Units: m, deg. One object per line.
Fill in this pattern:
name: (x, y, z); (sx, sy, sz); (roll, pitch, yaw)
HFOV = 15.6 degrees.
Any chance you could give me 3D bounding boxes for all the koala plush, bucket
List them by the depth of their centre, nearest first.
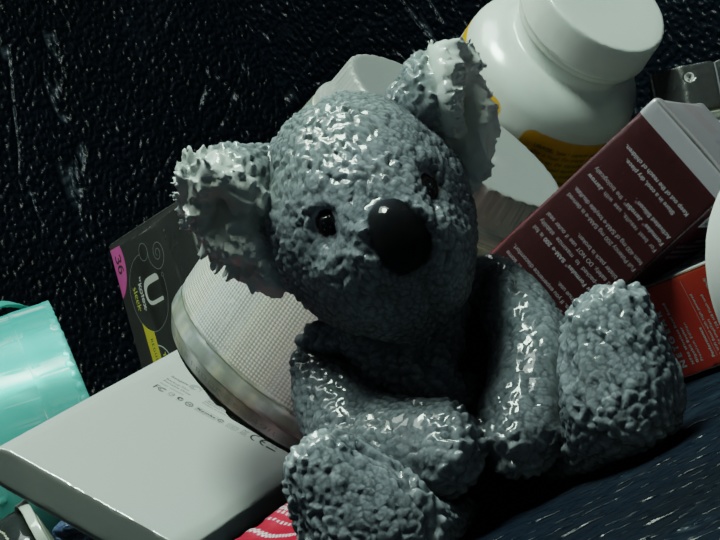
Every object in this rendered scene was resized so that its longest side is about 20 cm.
koala plush: (0.016, 0.012, 1.149); (0.177, 0.200, 0.184); (-27, 2, -5)
bucket: (-0.251, 0.125, 1.865); (0.134, 0.208, 0.207); (-21, 1, -8)

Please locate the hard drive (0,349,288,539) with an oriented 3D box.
hard drive: (-0.108, 0.110, 1.560); (0.200, 0.132, 0.027); (-29, -40, -57)

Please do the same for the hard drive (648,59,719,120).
hard drive: (0.274, -0.095, 1.580); (0.199, 0.038, 0.140); (-11, -20, 2)

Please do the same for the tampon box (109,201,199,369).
tampon box: (-0.047, 0.022, 1.825); (0.200, 0.150, 0.126); (-10, -10, -33)

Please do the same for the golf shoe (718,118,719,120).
golf shoe: (0.222, -0.056, 1.535); (0.078, 0.097, 0.200); (-50, 7, -17)

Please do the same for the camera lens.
camera lens: (0.000, 0.000, 1.487); (0.200, 0.160, 0.160); (-56, -7, 17)

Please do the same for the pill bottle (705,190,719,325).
pill bottle: (0.200, -0.019, 0.791); (0.114, 0.114, 0.200); (-28, 2, -29)

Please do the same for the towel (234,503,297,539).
towel: (-0.071, 0.152, 1.277); (0.200, 0.023, 0.145); (-28, 3, -25)

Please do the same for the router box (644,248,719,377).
router box: (0.257, -0.029, 1.231); (0.200, 0.049, 0.179); (-29, 3, -42)

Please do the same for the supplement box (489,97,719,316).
supplement box: (0.102, 0.005, 1.280); (0.200, 0.061, 0.109); (-44, -12, 15)

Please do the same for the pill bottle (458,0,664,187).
pill bottle: (0.095, -0.094, 1.581); (0.113, 0.113, 0.200); (-29, -20, -47)

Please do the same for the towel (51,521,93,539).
towel: (-0.099, 0.136, 1.657); (0.111, 0.049, 0.200); (-25, 2, 32)

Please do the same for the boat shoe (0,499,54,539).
boat shoe: (-0.207, 0.185, 1.557); (0.060, 0.076, 0.200); (-27, -9, -15)
